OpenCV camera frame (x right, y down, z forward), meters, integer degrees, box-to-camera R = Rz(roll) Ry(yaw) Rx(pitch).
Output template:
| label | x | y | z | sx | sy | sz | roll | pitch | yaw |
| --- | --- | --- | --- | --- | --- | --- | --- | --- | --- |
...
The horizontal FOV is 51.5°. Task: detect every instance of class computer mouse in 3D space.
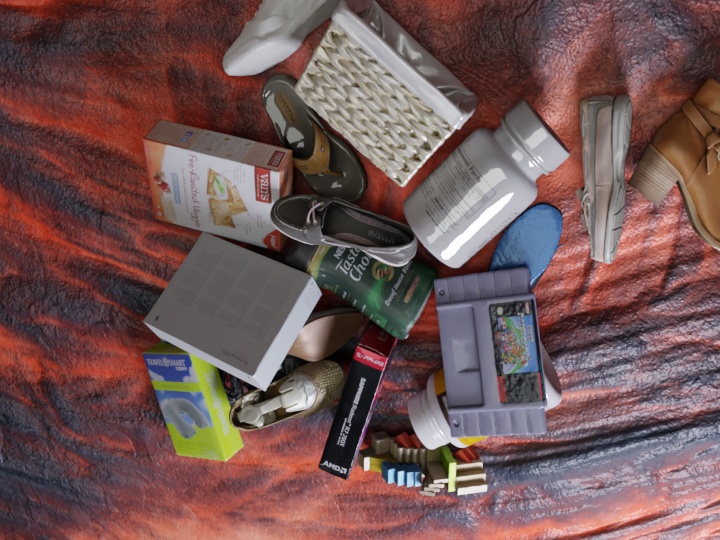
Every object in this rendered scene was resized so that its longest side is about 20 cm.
| label | x | y | z | sx | sy | sz | roll | pitch | yaw |
| --- | --- | --- | --- | --- | --- | --- | --- | --- | --- |
| computer mouse | -0.125 | 0.144 | 1.116 | 0.195 | 0.053 | 0.142 | 10 | 107 | 22 |

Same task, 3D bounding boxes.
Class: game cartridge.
| label | x | y | z | sx | sy | sz | roll | pitch | yaw |
| --- | --- | --- | --- | --- | --- | --- | --- | --- | --- |
| game cartridge | 0.164 | 0.104 | 0.939 | 0.127 | 0.038 | 0.206 | -8 | 87 | 27 |

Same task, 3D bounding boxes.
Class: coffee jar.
| label | x | y | z | sx | sy | sz | roll | pitch | yaw |
| --- | --- | --- | --- | --- | --- | --- | --- | --- | --- |
| coffee jar | 0.000 | 0.000 | 1.008 | 0.197 | 0.085 | 0.106 | 30 | 76 | 3 |

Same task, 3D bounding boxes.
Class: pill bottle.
| label | x | y | z | sx | sy | sz | roll | pitch | yaw |
| --- | --- | --- | --- | --- | --- | --- | --- | --- | --- |
| pill bottle | 0.156 | -0.109 | 0.928 | 0.115 | 0.114 | 0.200 | 46 | 111 | -3 |
| pill bottle | 0.165 | 0.168 | 1.015 | 0.197 | 0.109 | 0.111 | -30 | 98 | 20 |

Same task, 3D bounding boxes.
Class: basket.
| label | x | y | z | sx | sy | sz | roll | pitch | yaw |
| --- | --- | --- | --- | --- | --- | --- | --- | --- | --- |
| basket | 0.031 | -0.219 | 0.918 | 0.199 | 0.136 | 0.124 | 42 | 116 | -2 |

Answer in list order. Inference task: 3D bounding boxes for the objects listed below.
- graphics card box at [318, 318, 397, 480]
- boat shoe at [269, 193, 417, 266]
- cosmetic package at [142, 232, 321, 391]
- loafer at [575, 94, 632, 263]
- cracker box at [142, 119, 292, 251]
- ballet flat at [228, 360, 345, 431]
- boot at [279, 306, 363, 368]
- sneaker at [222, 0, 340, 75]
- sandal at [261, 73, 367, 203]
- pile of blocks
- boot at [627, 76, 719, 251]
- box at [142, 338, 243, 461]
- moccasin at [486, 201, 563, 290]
| label | x | y | z | sx | sy | sz | roll | pitch | yaw |
| --- | --- | --- | --- | --- | --- | --- | --- | --- | --- |
| graphics card box | 0.001 | 0.174 | 1.050 | 0.050 | 0.126 | 0.204 | 20 | 110 | 5 |
| boat shoe | -0.019 | -0.061 | 0.949 | 0.195 | 0.057 | 0.068 | 17 | 70 | -2 |
| cosmetic package | -0.171 | 0.050 | 0.996 | 0.196 | 0.152 | 0.052 | 21 | 156 | 27 |
| loafer | 0.296 | -0.113 | 0.925 | 0.061 | 0.071 | 0.206 | 8 | 103 | 28 |
| cracker box | -0.191 | -0.116 | 1.020 | 0.195 | 0.058 | 0.136 | 14 | 133 | 9 |
| ballet flat | -0.109 | 0.185 | 1.052 | 0.197 | 0.065 | 0.072 | -29 | 86 | 27 |
| boot | -0.112 | 0.072 | 1.053 | 0.196 | 0.146 | 0.072 | -23 | 127 | -22 |
| sneaker | -0.107 | -0.333 | 0.958 | 0.198 | 0.075 | 0.090 | -34 | 85 | 15 |
| sandal | -0.068 | -0.172 | 0.997 | 0.081 | 0.055 | 0.202 | -30 | 98 | 21 |
| pile of blocks | 0.087 | 0.273 | 1.082 | 0.194 | 0.082 | 0.064 | 4 | 108 | 13 |
| boot | 0.439 | -0.115 | 0.887 | 0.198 | 0.077 | 0.157 | 37 | 108 | 8 |
| box | -0.261 | 0.188 | 1.144 | 0.120 | 0.047 | 0.205 | -5 | 107 | 38 |
| moccasin | 0.198 | -0.002 | 0.979 | 0.080 | 0.068 | 0.203 | 34 | 112 | 11 |
